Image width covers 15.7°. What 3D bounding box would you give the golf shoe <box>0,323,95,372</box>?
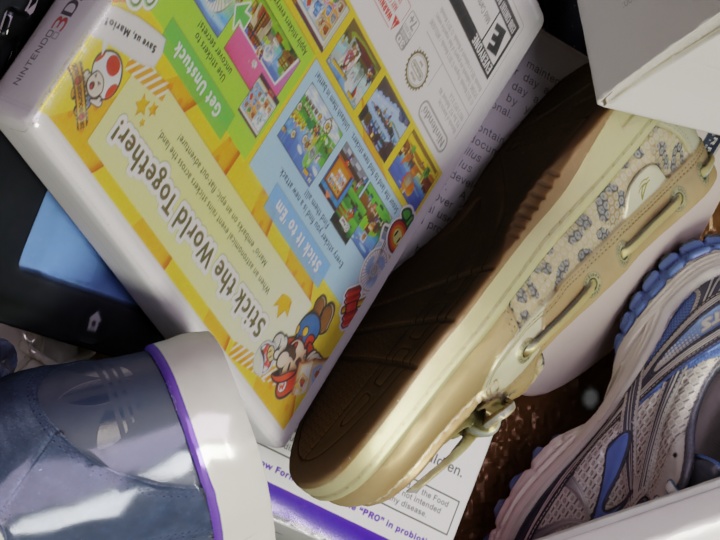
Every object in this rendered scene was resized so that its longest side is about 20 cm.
[{"bbox_3d":[-0.111,0.030,0.846,0.075,0.092,0.201,-4,133,-54],"label":"golf shoe"}]

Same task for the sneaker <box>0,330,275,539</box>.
[{"bbox_3d":[-0.100,0.106,0.802,0.146,0.081,0.201,-19,143,-13],"label":"sneaker"}]

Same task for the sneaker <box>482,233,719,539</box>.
[{"bbox_3d":[0.114,0.087,1.000,0.077,0.085,0.201,19,101,-34],"label":"sneaker"}]

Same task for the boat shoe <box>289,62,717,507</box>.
[{"bbox_3d":[0.054,0.010,0.877,0.063,0.073,0.200,49,67,-20],"label":"boat shoe"}]

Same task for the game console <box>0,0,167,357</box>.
[{"bbox_3d":[-0.057,-0.061,0.789,0.200,0.031,0.178,22,84,-59],"label":"game console"}]

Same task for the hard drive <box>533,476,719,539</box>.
[{"bbox_3d":[0.120,0.134,0.978,0.199,0.026,0.132,-18,134,0],"label":"hard drive"}]

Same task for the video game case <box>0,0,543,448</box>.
[{"bbox_3d":[-0.019,-0.066,0.804,0.183,0.023,0.200,-58,148,-17],"label":"video game case"}]

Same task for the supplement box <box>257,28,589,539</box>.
[{"bbox_3d":[0.000,0.000,0.946,0.103,0.101,0.201,26,79,-27],"label":"supplement box"}]

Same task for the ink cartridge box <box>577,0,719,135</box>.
[{"bbox_3d":[0.142,-0.148,0.907,0.145,0.087,0.201,9,60,-36],"label":"ink cartridge box"}]

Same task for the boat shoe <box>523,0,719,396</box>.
[{"bbox_3d":[0.094,-0.054,1.023,0.201,0.093,0.075,-55,147,10],"label":"boat shoe"}]
